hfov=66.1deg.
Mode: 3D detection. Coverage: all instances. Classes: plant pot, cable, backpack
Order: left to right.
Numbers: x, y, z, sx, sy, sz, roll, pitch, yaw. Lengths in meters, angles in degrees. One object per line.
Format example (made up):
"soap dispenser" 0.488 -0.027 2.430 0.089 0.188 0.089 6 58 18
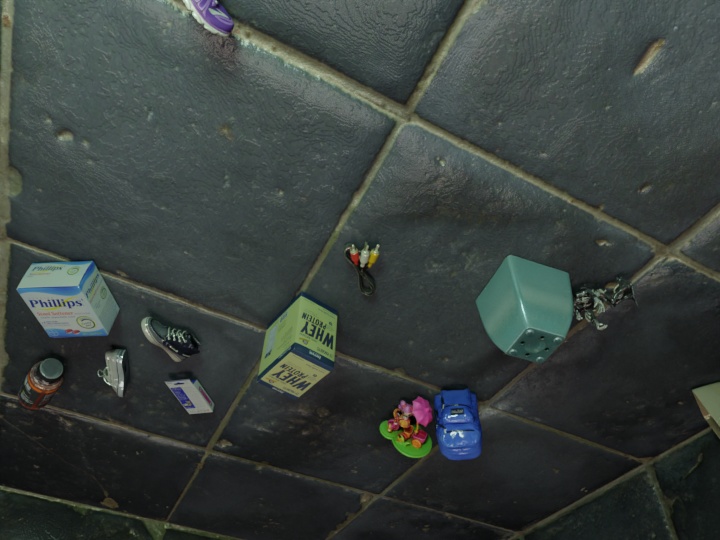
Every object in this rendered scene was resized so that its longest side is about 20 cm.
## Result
"cable" 0.000 0.000 1.457 0.094 0.051 0.204 3 132 1
"backpack" 0.316 0.506 1.820 0.158 0.203 0.170 -9 134 12
"plant pot" 0.438 0.119 1.450 0.191 0.203 0.199 16 133 -12
"plant pot" 1.215 0.463 1.759 0.175 0.202 0.200 -32 126 16

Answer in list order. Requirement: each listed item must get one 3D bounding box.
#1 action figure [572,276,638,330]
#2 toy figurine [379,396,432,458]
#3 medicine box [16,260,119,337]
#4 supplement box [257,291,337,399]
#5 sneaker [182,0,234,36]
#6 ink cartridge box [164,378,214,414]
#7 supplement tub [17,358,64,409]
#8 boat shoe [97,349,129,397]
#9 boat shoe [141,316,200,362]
"action figure" 0.636 0.093 1.486 0.196 0.104 0.119 -21 141 19
"toy figurine" 0.173 0.512 1.910 0.196 0.150 0.188 21 122 16
"medicine box" -0.802 0.081 1.532 0.176 0.105 0.203 -2 135 4
"supplement box" -0.176 0.214 1.563 0.132 0.203 0.200 29 129 -25
"sneaker" -0.281 -0.511 0.970 0.082 0.082 0.202 -22 128 15
"ink cartridge box" -0.582 0.423 1.893 0.092 0.038 0.203 -7 135 10
"supplement tub" -1.039 0.366 1.808 0.106 0.109 0.199 31 128 -25
"boat shoe" -0.801 0.330 1.787 0.084 0.076 0.205 10 131 -8
"boat shoe" -0.561 0.195 1.660 0.091 0.076 0.201 -19 138 11
